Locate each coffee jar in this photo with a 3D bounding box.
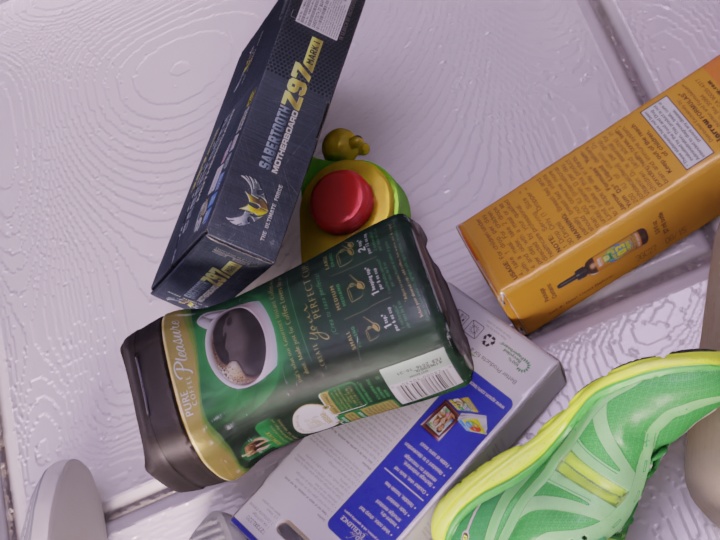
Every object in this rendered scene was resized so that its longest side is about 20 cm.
[{"bbox_3d":[-0.040,0.052,0.789,0.199,0.085,0.105,-22,60,7],"label":"coffee jar"}]

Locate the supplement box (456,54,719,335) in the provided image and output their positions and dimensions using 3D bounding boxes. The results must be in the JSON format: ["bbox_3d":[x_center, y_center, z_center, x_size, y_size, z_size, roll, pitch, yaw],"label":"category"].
[{"bbox_3d":[0.160,-0.045,0.815,0.199,0.067,0.069,-34,56,3],"label":"supplement box"}]

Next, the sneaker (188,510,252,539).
[{"bbox_3d":[-0.058,0.224,0.768,0.079,0.079,0.200,-52,28,19],"label":"sneaker"}]

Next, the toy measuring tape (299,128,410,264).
[{"bbox_3d":[0.000,0.000,0.864,0.073,0.074,0.201,-10,70,18],"label":"toy measuring tape"}]

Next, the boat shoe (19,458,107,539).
[{"bbox_3d":[-0.204,0.218,0.837,0.068,0.072,0.201,-9,70,19],"label":"boat shoe"}]

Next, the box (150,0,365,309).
[{"bbox_3d":[-0.069,-0.081,0.884,0.051,0.158,0.201,23,70,-13],"label":"box"}]

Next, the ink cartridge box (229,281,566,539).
[{"bbox_3d":[0.023,0.107,0.804,0.200,0.037,0.095,-46,57,-13],"label":"ink cartridge box"}]

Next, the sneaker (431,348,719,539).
[{"bbox_3d":[0.131,0.114,0.736,0.200,0.074,0.084,-42,65,22],"label":"sneaker"}]

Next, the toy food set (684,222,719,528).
[{"bbox_3d":[0.246,0.034,0.706,0.143,0.060,0.201,-30,43,62],"label":"toy food set"}]
